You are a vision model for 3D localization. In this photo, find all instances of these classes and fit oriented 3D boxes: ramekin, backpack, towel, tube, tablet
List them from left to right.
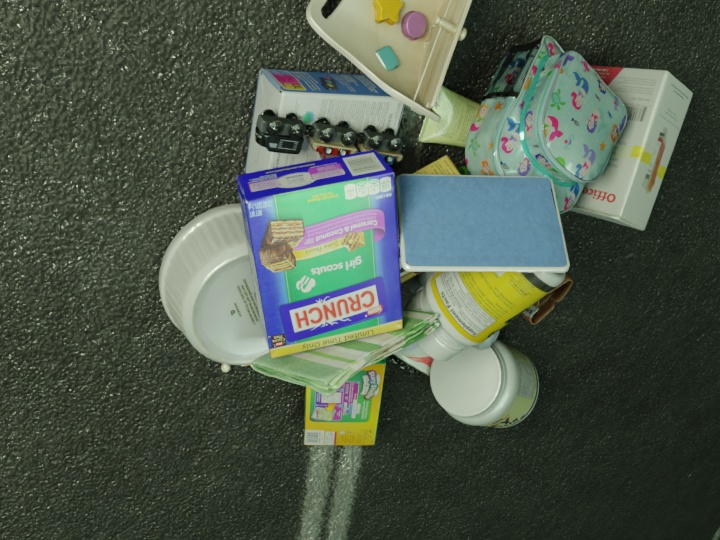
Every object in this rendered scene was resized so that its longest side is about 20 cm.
[{"bbox_3d":[-0.149,0.026,0.934,0.197,0.094,0.207,-12,123,-20],"label":"ramekin"},{"bbox_3d":[-0.015,0.090,0.905,0.198,0.150,0.024,-27,113,-39],"label":"towel"},{"bbox_3d":[0.140,-0.056,0.858,0.194,0.133,0.014,0,151,-5],"label":"tablet"},{"bbox_3d":[0.168,-0.198,1.021,0.196,0.060,0.052,7,155,-33],"label":"tube"},{"bbox_3d":[0.237,-0.175,0.959,0.176,0.150,0.203,35,83,-27],"label":"backpack"}]

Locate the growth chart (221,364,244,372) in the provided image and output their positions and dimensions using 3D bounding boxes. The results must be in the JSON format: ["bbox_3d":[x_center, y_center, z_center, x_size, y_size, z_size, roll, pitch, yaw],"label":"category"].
[{"bbox_3d":[-0.117,0.066,1.053,0.196,0.018,0.147,-21,131,-16],"label":"growth chart"}]

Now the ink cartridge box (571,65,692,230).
[{"bbox_3d":[0.360,-0.176,1.051,0.082,0.144,0.205,15,96,-41],"label":"ink cartridge box"}]

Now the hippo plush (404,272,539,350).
[{"bbox_3d":[0.140,0.030,1.085,0.157,0.199,0.164,8,97,-27],"label":"hippo plush"}]

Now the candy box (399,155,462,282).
[{"bbox_3d":[0.048,-0.046,0.948,0.196,0.057,0.118,-28,135,0],"label":"candy box"}]

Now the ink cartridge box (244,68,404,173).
[{"bbox_3d":[-0.031,-0.162,0.895,0.195,0.077,0.139,-4,126,-29],"label":"ink cartridge box"}]

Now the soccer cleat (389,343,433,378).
[{"bbox_3d":[0.055,0.099,1.167,0.199,0.067,0.075,38,72,-37],"label":"soccer cleat"}]

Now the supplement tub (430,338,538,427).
[{"bbox_3d":[0.208,0.185,1.233,0.146,0.145,0.199,-49,150,10],"label":"supplement tub"}]

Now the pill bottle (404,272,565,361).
[{"bbox_3d":[0.155,0.023,0.951,0.113,0.116,0.199,21,130,-40],"label":"pill bottle"}]

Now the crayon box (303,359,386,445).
[{"bbox_3d":[-0.027,0.186,1.132,0.115,0.059,0.204,1,131,-5],"label":"crayon box"}]

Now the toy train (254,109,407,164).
[{"bbox_3d":[-0.030,-0.144,0.834,0.196,0.034,0.047,1,128,-33],"label":"toy train"}]

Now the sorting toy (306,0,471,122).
[{"bbox_3d":[0.034,-0.298,0.825,0.176,0.106,0.205,20,93,-25],"label":"sorting toy"}]

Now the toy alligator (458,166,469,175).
[{"bbox_3d":[0.168,-0.130,1.068,0.196,0.059,0.056,-22,92,-17],"label":"toy alligator"}]

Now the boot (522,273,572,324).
[{"bbox_3d":[0.275,-0.032,1.135,0.072,0.155,0.203,13,116,-37],"label":"boot"}]

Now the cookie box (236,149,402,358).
[{"bbox_3d":[-0.042,-0.017,0.846,0.166,0.076,0.205,-12,122,-11],"label":"cookie box"}]
